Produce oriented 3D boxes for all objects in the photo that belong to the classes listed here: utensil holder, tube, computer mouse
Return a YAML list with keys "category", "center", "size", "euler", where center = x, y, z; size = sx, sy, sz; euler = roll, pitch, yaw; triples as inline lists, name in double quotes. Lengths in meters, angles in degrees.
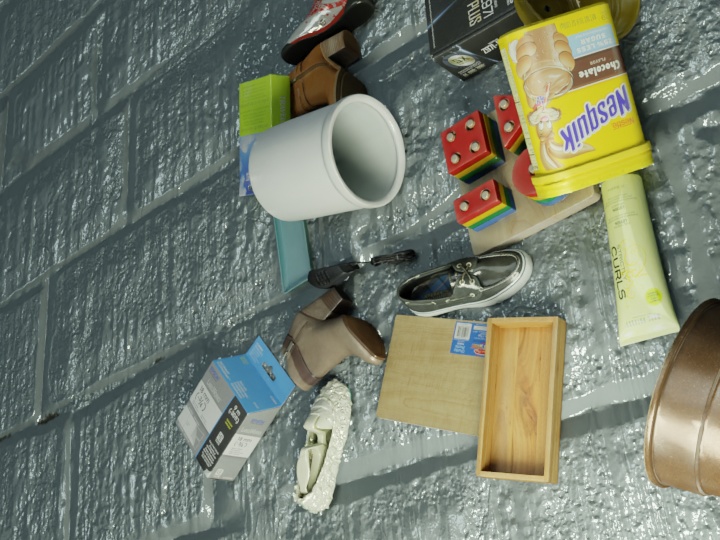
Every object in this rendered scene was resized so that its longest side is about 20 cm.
- category: "utensil holder"
  center: [-0.055, -0.169, 1.504]
  size: [0.198, 0.169, 0.173]
  euler: [-9, 69, 45]
- category: "tube"
  center: [0.331, -0.015, 1.150]
  size: [0.058, 0.051, 0.203]
  euler: [112, 154, -70]
- category: "computer mouse"
  center: [0.000, 0.000, 1.472]
  size: [0.198, 0.058, 0.035]
  euler: [-13, 89, 37]

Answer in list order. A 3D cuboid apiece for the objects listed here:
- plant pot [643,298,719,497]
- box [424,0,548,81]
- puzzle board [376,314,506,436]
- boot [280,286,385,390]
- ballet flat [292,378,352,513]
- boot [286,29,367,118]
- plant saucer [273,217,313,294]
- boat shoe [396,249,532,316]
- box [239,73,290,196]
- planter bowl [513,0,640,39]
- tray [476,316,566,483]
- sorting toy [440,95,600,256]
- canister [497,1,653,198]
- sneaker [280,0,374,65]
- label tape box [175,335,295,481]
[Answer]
- category: "plant pot"
  center: [0.407, 0.149, 0.919]
  size: [0.197, 0.199, 0.203]
  euler: [18, 88, 39]
- category: "box"
  center: [0.182, -0.412, 1.413]
  size: [0.163, 0.086, 0.203]
  euler: [-22, 61, 37]
- category: "puzzle board"
  center: [0.112, 0.143, 1.330]
  size: [0.198, 0.017, 0.153]
  euler: [2, 76, 44]
- category: "boot"
  center: [-0.048, 0.124, 1.456]
  size: [0.147, 0.070, 0.201]
  euler: [-52, 37, 15]
- category: "ballet flat"
  center: [-0.059, 0.257, 1.422]
  size: [0.071, 0.071, 0.203]
  euler: [-4, 72, 43]
- category: "boot"
  center: [-0.071, -0.300, 1.627]
  size: [0.154, 0.076, 0.202]
  euler: [-28, 55, 33]
- category: "plant saucer"
  center: [-0.115, -0.060, 1.627]
  size: [0.070, 0.019, 0.202]
  euler: [-31, 56, 33]
- category: "boat shoe"
  center: [0.139, 0.017, 1.312]
  size: [0.198, 0.056, 0.070]
  euler: [-21, 60, 32]
- category: "box"
  center: [-0.169, -0.234, 1.685]
  size: [0.121, 0.047, 0.203]
  euler: [0, 91, 55]
- category: "planter bowl"
  center: [0.266, -0.368, 1.273]
  size: [0.083, 0.198, 0.203]
  euler: [136, 138, -62]
- category: "tray"
  center: [0.204, 0.162, 1.208]
  size: [0.098, 0.037, 0.203]
  euler: [-3, 74, 33]
- category: "sorting toy"
  center: [0.205, -0.152, 1.306]
  size: [0.198, 0.069, 0.203]
  euler: [-28, 57, 35]
- category: "canister"
  center: [0.259, -0.206, 1.162]
  size: [0.087, 0.147, 0.203]
  euler: [-156, 48, -80]
- category: "sneaker"
  center: [-0.062, -0.451, 1.684]
  size: [0.200, 0.067, 0.109]
  euler: [-29, 55, 30]
- category: "label tape box"
  center: [-0.211, 0.222, 1.586]
  size: [0.201, 0.063, 0.144]
  euler: [-57, 46, 13]
